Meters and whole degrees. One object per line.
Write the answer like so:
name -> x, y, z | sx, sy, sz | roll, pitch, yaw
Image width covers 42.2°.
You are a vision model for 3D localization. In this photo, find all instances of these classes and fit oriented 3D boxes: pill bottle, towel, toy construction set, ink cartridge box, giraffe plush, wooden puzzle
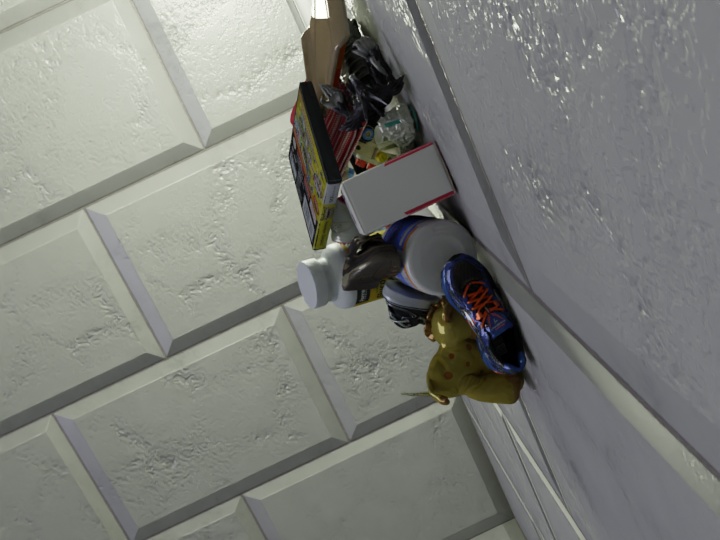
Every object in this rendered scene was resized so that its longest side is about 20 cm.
pill bottle -> 0.094, -0.028, 1.434 | 0.113, 0.112, 0.200 | 65, 170, -12
towel -> -0.058, -0.246, 1.534 | 0.145, 0.022, 0.200 | -62, 40, 34
toy construction set -> 0.017, -0.179, 1.615 | 0.199, 0.132, 0.092 | 15, -168, -41
ink cartridge box -> 0.050, -0.118, 1.385 | 0.200, 0.144, 0.085 | -121, 7, -86
giraffe plush -> 0.163, 0.117, 1.486 | 0.172, 0.199, 0.163 | -163, 73, -69
pill bottle -> 0.000, 0.000, 1.569 | 0.112, 0.199, 0.113 | 48, 146, 48
wooden puzzle -> -0.051, -0.365, 1.456 | 0.200, 0.037, 0.186 | 117, 148, -59

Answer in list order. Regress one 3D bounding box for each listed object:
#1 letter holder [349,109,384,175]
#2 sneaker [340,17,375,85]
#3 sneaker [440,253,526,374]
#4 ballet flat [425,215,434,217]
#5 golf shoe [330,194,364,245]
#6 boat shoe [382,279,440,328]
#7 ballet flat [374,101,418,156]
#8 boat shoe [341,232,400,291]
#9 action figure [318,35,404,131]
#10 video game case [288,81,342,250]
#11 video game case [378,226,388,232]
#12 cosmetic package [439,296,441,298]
letter holder -> 0.026, -0.225, 1.792 | 0.142, 0.100, 0.201 | 60, -175, -71
sneaker -> -0.015, -0.348, 1.530 | 0.200, 0.075, 0.116 | -114, 1, -50
sneaker -> 0.183, 0.062, 1.314 | 0.200, 0.075, 0.078 | 57, 173, -14
ballet flat -> 0.123, -0.061, 1.702 | 0.200, 0.070, 0.071 | 64, 180, -64
golf shoe -> 0.028, -0.120, 1.529 | 0.075, 0.200, 0.092 | 13, 130, 58
boat shoe -> 0.075, 0.061, 1.503 | 0.072, 0.068, 0.200 | 29, -175, 17
ballet flat -> 0.051, -0.213, 1.441 | 0.200, 0.071, 0.072 | 60, -175, -84
boat shoe -> 0.007, -0.019, 1.406 | 0.200, 0.074, 0.074 | 144, 120, -70
action figure -> 0.000, -0.264, 1.342 | 0.102, 0.119, 0.200 | 44, -168, -10
video game case -> -0.076, -0.165, 1.486 | 0.181, 0.025, 0.201 | 106, 152, -56
video game case -> 0.040, -0.086, 1.736 | 0.200, 0.017, 0.143 | 49, 177, 22
cosmetic package -> 0.122, -0.003, 1.617 | 0.200, 0.050, 0.083 | 116, 134, -63
